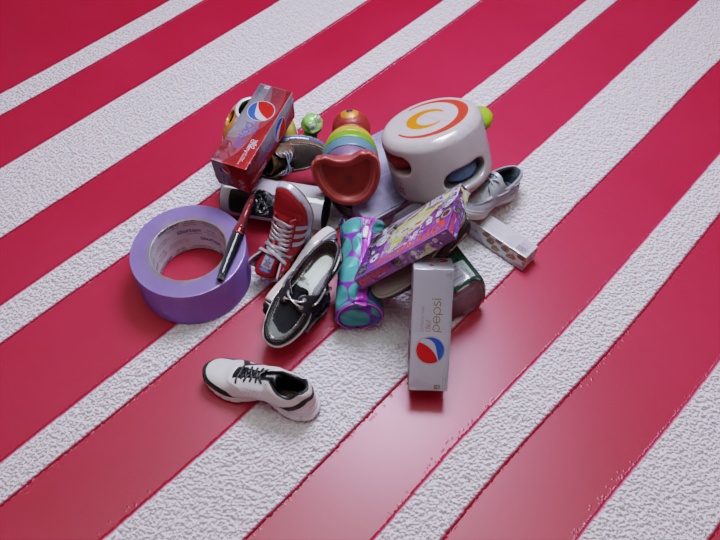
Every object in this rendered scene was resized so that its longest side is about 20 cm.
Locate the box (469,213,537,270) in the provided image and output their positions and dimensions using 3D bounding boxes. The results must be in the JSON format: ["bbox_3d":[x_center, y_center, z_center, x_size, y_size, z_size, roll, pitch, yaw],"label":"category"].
[{"bbox_3d":[0.234,-0.076,1.375,0.200,0.039,0.041,37,59,24],"label":"box"}]

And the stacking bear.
[{"bbox_3d":[-0.019,-0.225,1.384,0.121,0.114,0.201,-6,43,7],"label":"stacking bear"}]

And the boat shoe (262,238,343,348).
[{"bbox_3d":[-0.093,0.034,1.212,0.074,0.060,0.200,35,74,8],"label":"boat shoe"}]

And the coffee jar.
[{"bbox_3d":[0.130,-0.020,1.294,0.085,0.104,0.200,-31,58,-3],"label":"coffee jar"}]

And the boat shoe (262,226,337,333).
[{"bbox_3d":[-0.077,0.019,1.295,0.093,0.075,0.200,31,67,13],"label":"boat shoe"}]

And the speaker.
[{"bbox_3d":[-0.156,-0.129,1.390,0.199,0.081,0.081,11,55,7],"label":"speaker"}]

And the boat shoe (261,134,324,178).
[{"bbox_3d":[-0.156,-0.204,1.386,0.199,0.073,0.072,-7,29,-10],"label":"boat shoe"}]

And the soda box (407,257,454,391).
[{"bbox_3d":[0.108,0.084,1.164,0.063,0.201,0.068,1,16,2],"label":"soda box"}]

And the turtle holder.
[{"bbox_3d":[-0.180,-0.262,1.454,0.185,0.132,0.141,20,56,14],"label":"turtle holder"}]

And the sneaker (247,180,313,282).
[{"bbox_3d":[-0.138,-0.055,1.262,0.071,0.200,0.113,31,61,19],"label":"sneaker"}]

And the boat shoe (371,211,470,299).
[{"bbox_3d":[0.105,-0.020,1.218,0.200,0.057,0.067,-45,54,4],"label":"boat shoe"}]

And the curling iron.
[{"bbox_3d":[-0.199,-0.065,1.272,0.049,0.026,0.201,15,55,14],"label":"curling iron"}]

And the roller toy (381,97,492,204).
[{"bbox_3d":[0.136,-0.209,1.334,0.199,0.140,0.183,-4,37,24],"label":"roller toy"}]

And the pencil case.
[{"bbox_3d":[0.000,0.000,1.288,0.085,0.093,0.201,6,55,-7],"label":"pencil case"}]

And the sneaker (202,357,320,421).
[{"bbox_3d":[-0.157,0.172,1.173,0.199,0.080,0.074,13,56,11],"label":"sneaker"}]

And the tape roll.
[{"bbox_3d":[-0.294,-0.012,1.302,0.199,0.085,0.201,0,55,0],"label":"tape roll"}]

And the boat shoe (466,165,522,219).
[{"bbox_3d":[0.235,-0.153,1.373,0.070,0.072,0.200,37,39,24],"label":"boat shoe"}]

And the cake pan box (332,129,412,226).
[{"bbox_3d":[0.036,-0.176,1.442,0.199,0.052,0.184,-30,57,-20],"label":"cake pan box"}]

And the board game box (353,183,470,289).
[{"bbox_3d":[0.080,-0.053,1.180,0.032,0.200,0.120,42,42,-23],"label":"board game box"}]

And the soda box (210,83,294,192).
[{"bbox_3d":[-0.186,-0.237,1.321,0.070,0.064,0.201,18,59,11],"label":"soda box"}]
